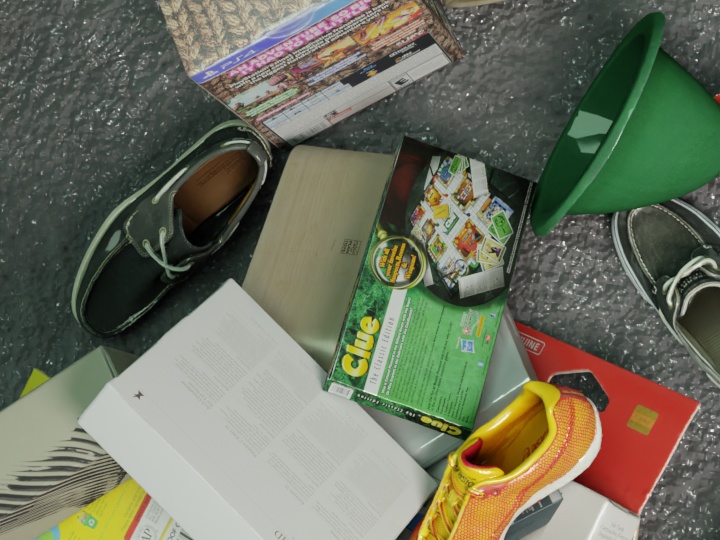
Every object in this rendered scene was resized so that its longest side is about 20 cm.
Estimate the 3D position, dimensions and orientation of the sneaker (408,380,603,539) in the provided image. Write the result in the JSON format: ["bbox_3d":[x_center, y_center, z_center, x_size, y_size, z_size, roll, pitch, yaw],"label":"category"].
[{"bbox_3d":[0.070,0.148,1.337,0.201,0.077,0.073,-54,43,12],"label":"sneaker"}]

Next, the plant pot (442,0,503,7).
[{"bbox_3d":[0.083,-0.298,1.488,0.186,0.187,0.202,-12,88,15],"label":"plant pot"}]

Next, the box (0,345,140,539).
[{"bbox_3d":[-0.222,0.133,1.392,0.199,0.082,0.069,-34,70,14],"label":"box"}]

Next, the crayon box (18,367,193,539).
[{"bbox_3d":[-0.170,0.168,1.434,0.199,0.051,0.128,29,91,24],"label":"crayon box"}]

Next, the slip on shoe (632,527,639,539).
[{"bbox_3d":[0.136,0.213,1.407,0.074,0.061,0.201,21,84,23],"label":"slip on shoe"}]

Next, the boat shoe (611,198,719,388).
[{"bbox_3d":[0.238,0.018,1.409,0.072,0.071,0.200,-40,66,7],"label":"boat shoe"}]

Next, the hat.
[{"bbox_3d":[0.239,-0.070,1.421,0.175,0.166,0.201,28,126,-7],"label":"hat"}]

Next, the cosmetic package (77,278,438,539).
[{"bbox_3d":[-0.063,0.119,1.336,0.200,0.151,0.052,45,127,3],"label":"cosmetic package"}]

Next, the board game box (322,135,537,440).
[{"bbox_3d":[0.050,0.009,1.408,0.104,0.023,0.201,21,60,-5],"label":"board game box"}]

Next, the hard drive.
[{"bbox_3d":[0.023,0.090,1.452,0.199,0.026,0.132,-34,40,13],"label":"hard drive"}]

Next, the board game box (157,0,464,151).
[{"bbox_3d":[-0.036,-0.186,1.476,0.158,0.200,0.097,-27,72,10],"label":"board game box"}]

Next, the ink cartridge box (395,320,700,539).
[{"bbox_3d":[0.110,0.130,1.398,0.199,0.045,0.177,23,86,49],"label":"ink cartridge box"}]

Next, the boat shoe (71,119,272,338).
[{"bbox_3d":[-0.142,-0.027,1.533,0.072,0.068,0.200,41,99,-21],"label":"boat shoe"}]

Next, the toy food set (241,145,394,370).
[{"bbox_3d":[0.000,0.000,1.479,0.142,0.061,0.201,7,60,18],"label":"toy food set"}]
